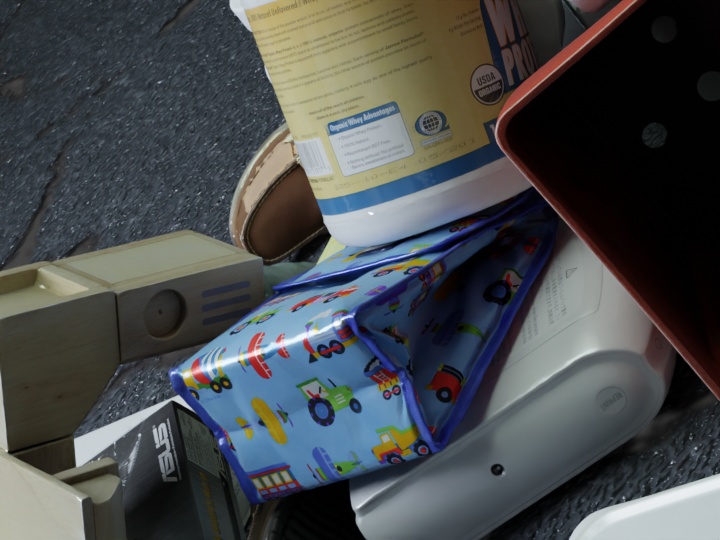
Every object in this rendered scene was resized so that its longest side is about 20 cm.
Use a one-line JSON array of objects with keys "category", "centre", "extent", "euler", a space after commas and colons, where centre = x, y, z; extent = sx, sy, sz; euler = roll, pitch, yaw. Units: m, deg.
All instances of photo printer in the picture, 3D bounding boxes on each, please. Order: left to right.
[{"category": "photo printer", "centre": [0.087, 0.059, 1.599], "extent": [0.200, 0.069, 0.167], "euler": [-36, 24, 18]}]

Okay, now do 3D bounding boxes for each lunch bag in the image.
[{"category": "lunch bag", "centre": [0.018, 0.024, 1.599], "extent": [0.150, 0.094, 0.200], "euler": [-19, 19, 43]}]

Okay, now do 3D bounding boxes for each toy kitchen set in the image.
[{"category": "toy kitchen set", "centre": [-0.122, 0.106, 1.628], "extent": [0.180, 0.201, 0.163], "euler": [-14, 21, -34]}]

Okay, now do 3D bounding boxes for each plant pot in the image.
[{"category": "plant pot", "centre": [0.197, -0.082, 1.521], "extent": [0.200, 0.200, 0.176], "euler": [-40, 12, 8]}]

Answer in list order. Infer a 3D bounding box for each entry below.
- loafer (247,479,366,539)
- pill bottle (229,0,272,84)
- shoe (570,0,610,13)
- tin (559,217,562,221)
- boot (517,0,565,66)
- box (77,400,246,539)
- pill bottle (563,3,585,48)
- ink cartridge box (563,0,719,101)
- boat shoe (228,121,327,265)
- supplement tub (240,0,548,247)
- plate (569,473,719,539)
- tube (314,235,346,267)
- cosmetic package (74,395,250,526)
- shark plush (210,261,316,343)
[{"category": "loafer", "centre": [-0.028, 0.145, 1.660], "extent": [0.071, 0.073, 0.200], "euler": [-41, 15, 36]}, {"category": "pill bottle", "centre": [0.011, -0.128, 1.885], "extent": [0.112, 0.200, 0.113], "euler": [-35, 23, 18]}, {"category": "shoe", "centre": [0.144, -0.220, 1.603], "extent": [0.091, 0.071, 0.200], "euler": [-38, 18, 26]}, {"category": "tin", "centre": [0.079, -0.009, 1.775], "extent": [0.112, 0.042, 0.201], "euler": [-22, 30, 34]}, {"category": "boot", "centre": [0.073, -0.111, 1.742], "extent": [0.091, 0.072, 0.201], "euler": [-70, 4, -52]}, {"category": "box", "centre": [-0.134, 0.197, 1.669], "extent": [0.158, 0.048, 0.201], "euler": [-34, 46, 20]}, {"category": "pill bottle", "centre": [0.156, -0.232, 1.935], "extent": [0.200, 0.114, 0.114], "euler": [-50, 23, -15]}, {"category": "ink cartridge box", "centre": [0.174, -0.158, 1.729], "extent": [0.083, 0.146, 0.200], "euler": [-39, 23, 7]}, {"category": "boat shoe", "centre": [-0.011, -0.081, 2.011], "extent": [0.200, 0.076, 0.072], "euler": [-48, 25, -6]}, {"category": "supplement tub", "centre": [0.018, -0.128, 1.608], "extent": [0.144, 0.201, 0.145], "euler": [-21, 8, 3]}, {"category": "plate", "centre": [0.143, 0.164, 1.368], "extent": [0.199, 0.032, 0.201], "euler": [-22, 32, 42]}, {"category": "tube", "centre": [0.000, 0.000, 1.768], "extent": [0.200, 0.058, 0.052], "euler": [-57, 10, 45]}, {"category": "cosmetic package", "centre": [-0.157, 0.155, 1.843], "extent": [0.199, 0.074, 0.102], "euler": [-24, 30, 43]}, {"category": "shark plush", "centre": [-0.065, 0.010, 1.862], "extent": [0.083, 0.091, 0.200], "euler": [-18, -13, 3]}]
